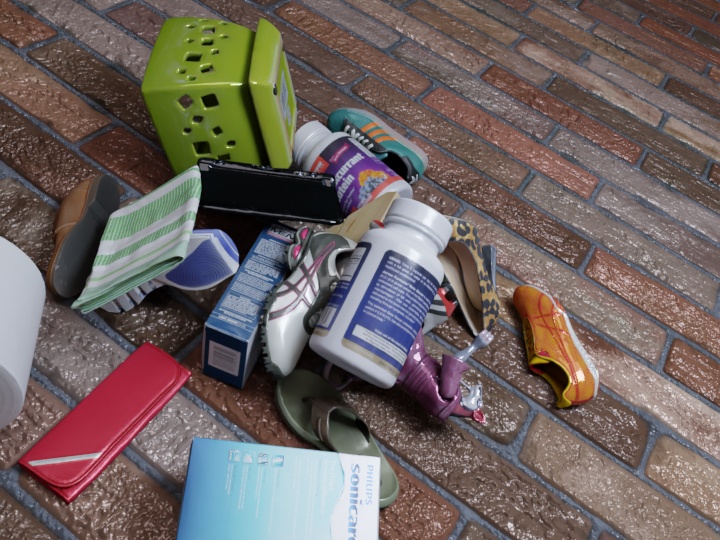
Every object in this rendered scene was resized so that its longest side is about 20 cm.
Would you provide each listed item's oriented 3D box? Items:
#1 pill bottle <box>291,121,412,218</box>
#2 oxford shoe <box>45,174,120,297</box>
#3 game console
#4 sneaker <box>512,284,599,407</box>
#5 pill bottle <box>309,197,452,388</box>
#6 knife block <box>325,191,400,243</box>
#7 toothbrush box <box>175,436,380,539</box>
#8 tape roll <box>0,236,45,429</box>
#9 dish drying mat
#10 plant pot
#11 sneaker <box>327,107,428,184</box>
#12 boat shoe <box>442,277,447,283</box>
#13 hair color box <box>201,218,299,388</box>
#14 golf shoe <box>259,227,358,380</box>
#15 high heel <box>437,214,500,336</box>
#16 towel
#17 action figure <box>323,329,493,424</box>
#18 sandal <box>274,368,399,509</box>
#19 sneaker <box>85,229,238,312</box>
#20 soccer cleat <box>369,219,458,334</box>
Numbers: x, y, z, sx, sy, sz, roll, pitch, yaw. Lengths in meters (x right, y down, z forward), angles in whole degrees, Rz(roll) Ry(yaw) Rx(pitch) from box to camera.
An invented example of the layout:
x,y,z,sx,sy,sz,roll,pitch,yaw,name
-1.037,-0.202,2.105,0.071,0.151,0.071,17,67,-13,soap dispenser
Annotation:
x,y,z,sx,sy,sz,roll,pitch,yaw,name
-0.023,-0.146,1.074,0.200,0.112,0.111,41,50,20,pill bottle
-0.382,-0.043,0.906,0.070,0.072,0.202,-8,46,12,oxford shoe
-0.136,-0.084,0.957,0.196,0.176,0.118,6,64,-14,game console
0.267,0.101,0.978,0.076,0.074,0.202,-12,51,-15,sneaker
0.031,0.023,0.788,0.110,0.111,0.202,26,79,6,pill bottle
0.000,0.000,0.923,0.198,0.064,0.176,-31,37,3,knife block
-0.084,0.260,0.684,0.196,0.086,0.149,8,62,-10,toothbrush box
-0.434,0.065,0.684,0.199,0.204,0.141,3,48,-16,tape roll
-0.283,0.164,0.771,0.076,0.018,0.200,30,47,10,dish drying mat
-0.195,-0.252,1.018,0.178,0.201,0.202,-4,48,5,plant pot
0.020,-0.214,1.178,0.198,0.072,0.080,30,42,7,sneaker
0.090,-0.002,1.014,0.199,0.064,0.073,-22,59,-33,boat shoe
-0.135,0.039,0.877,0.060,0.101,0.201,21,45,3,hair color box
-0.062,0.037,0.823,0.087,0.078,0.203,5,62,19,golf shoe
0.135,0.008,0.959,0.198,0.071,0.145,24,63,-40,high heel
-0.260,-0.043,0.811,0.151,0.024,0.201,-26,33,13,towel
0.074,0.128,0.844,0.199,0.135,0.148,39,50,22,action figure
-0.022,0.189,0.808,0.079,0.058,0.201,-30,64,-36,sandal
-0.251,-0.026,0.876,0.196,0.081,0.116,-15,34,16,sneaker
0.058,0.015,0.912,0.085,0.200,0.069,-42,38,-2,soccer cleat
